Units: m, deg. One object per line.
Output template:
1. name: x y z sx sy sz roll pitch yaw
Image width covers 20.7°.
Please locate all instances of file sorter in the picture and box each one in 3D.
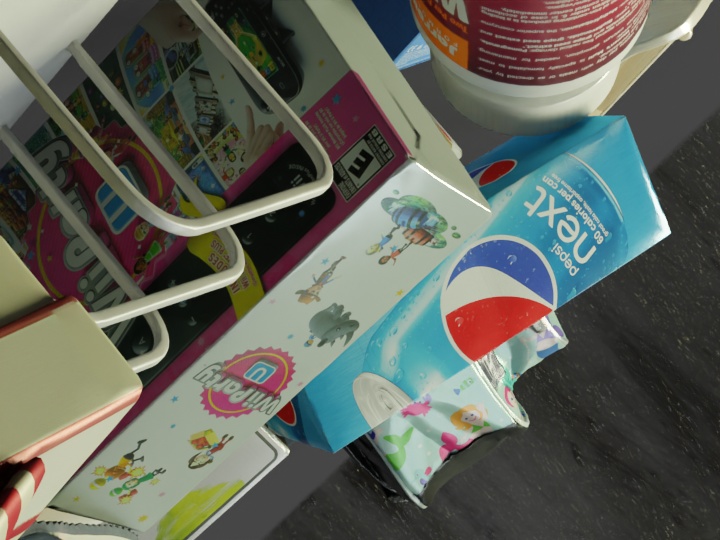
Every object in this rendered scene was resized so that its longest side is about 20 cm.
1. file sorter: -0.130 -0.006 0.675 0.200 0.125 0.139 -44 170 25

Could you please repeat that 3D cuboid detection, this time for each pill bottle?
1. pill bottle: 0.073 -0.142 0.833 0.109 0.110 0.200 -39 161 -14

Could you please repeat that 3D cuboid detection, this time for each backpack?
1. backpack: 0.000 0.000 1.011 0.150 0.200 0.178 -43 -148 6

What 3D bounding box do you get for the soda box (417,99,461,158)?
1. soda box: -0.036 -0.029 1.160 0.200 0.068 0.064 -42 175 6

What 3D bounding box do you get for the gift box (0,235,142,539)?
1. gift box: -0.195 0.059 0.503 0.200 0.187 0.185 -32 168 -50

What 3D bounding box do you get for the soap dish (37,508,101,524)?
1. soap dish: -0.189 0.087 0.859 0.156 0.082 0.200 -12 -174 26

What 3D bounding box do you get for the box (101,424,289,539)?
1. box: -0.115 0.073 1.036 0.117 0.060 0.200 -42 -157 3

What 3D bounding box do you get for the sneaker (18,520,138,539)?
1. sneaker: -0.118 0.139 0.712 0.070 0.083 0.200 -25 166 16

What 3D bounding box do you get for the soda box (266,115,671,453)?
1. soda box: 0.040 0.002 0.892 0.199 0.064 0.068 -32 -163 -21

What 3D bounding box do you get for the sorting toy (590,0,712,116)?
1. sorting toy: 0.145 -0.137 1.087 0.200 0.107 0.180 -48 -166 35

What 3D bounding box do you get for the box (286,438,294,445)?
1. box: -0.035 0.034 1.246 0.157 0.051 0.200 -38 -163 27

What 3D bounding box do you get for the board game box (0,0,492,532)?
1. board game box: -0.066 -0.017 0.787 0.200 0.148 0.064 -44 144 17

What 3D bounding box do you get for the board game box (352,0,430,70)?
1. board game box: 0.091 -0.190 0.989 0.200 0.045 0.152 -46 170 31
